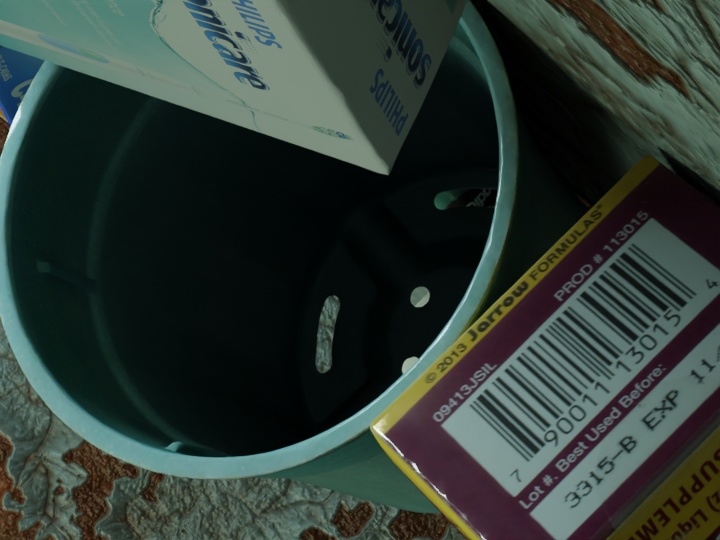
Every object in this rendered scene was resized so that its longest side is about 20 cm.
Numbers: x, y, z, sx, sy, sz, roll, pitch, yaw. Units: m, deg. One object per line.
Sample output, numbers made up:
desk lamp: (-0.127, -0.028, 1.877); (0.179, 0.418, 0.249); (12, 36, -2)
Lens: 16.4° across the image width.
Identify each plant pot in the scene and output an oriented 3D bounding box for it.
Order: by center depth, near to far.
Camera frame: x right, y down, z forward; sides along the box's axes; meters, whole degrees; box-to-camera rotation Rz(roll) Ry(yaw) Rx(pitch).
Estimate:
plant pot: (0.000, 0.000, 0.925); (0.200, 0.200, 0.196); (44, -175, 30)

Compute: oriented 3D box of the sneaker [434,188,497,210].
sneaker: (0.029, -0.026, 1.149); (0.080, 0.071, 0.200); (50, 176, 1)

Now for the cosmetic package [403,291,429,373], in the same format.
cosmetic package: (0.098, 0.076, 1.114); (0.105, 0.071, 0.200); (47, 176, -33)

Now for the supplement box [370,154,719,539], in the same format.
supplement box: (0.116, 0.081, 0.817); (0.103, 0.131, 0.200); (42, 176, 45)

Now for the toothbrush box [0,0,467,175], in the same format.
toothbrush box: (-0.079, -0.113, 0.676); (0.200, 0.085, 0.146); (20, 169, 19)

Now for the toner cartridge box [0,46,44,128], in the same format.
toner cartridge box: (-0.169, -0.156, 1.007); (0.200, 0.043, 0.095); (61, 175, 17)

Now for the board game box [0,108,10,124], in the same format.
board game box: (-0.138, -0.095, 1.098); (0.200, 0.030, 0.096); (37, -150, -19)
